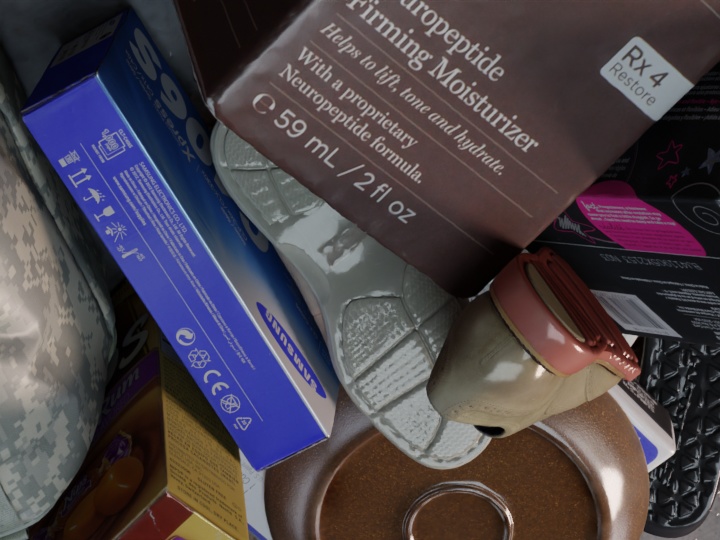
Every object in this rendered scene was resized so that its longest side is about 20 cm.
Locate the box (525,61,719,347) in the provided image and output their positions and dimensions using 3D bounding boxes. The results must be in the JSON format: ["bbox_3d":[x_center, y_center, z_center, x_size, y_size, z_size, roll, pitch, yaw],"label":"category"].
[{"bbox_3d":[0.165,-0.043,0.953,0.132,0.200,0.115,39,75,-26],"label":"box"}]

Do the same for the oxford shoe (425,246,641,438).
[{"bbox_3d":[0.074,0.036,0.942,0.075,0.071,0.200,-40,164,11],"label":"oxford shoe"}]

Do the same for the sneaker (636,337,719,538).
[{"bbox_3d":[0.183,0.048,1.133,0.071,0.083,0.201,22,100,7],"label":"sneaker"}]

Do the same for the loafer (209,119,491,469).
[{"bbox_3d":[0.000,0.000,0.985,0.072,0.063,0.201,-33,98,2],"label":"loafer"}]

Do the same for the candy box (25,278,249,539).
[{"bbox_3d":[-0.116,0.093,0.994,0.056,0.200,0.117,38,109,-24],"label":"candy box"}]

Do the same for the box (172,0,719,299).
[{"bbox_3d":[0.041,-0.134,0.899,0.166,0.165,0.200,35,110,-32],"label":"box"}]

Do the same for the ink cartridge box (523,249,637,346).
[{"bbox_3d":[0.036,0.020,1.095,0.199,0.050,0.163,28,116,-9],"label":"ink cartridge box"}]

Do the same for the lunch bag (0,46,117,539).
[{"bbox_3d":[-0.196,0.006,0.934,0.138,0.168,0.201,-20,127,0],"label":"lunch bag"}]

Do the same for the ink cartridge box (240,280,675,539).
[{"bbox_3d":[0.025,0.079,1.077,0.200,0.047,0.198,-38,112,23],"label":"ink cartridge box"}]

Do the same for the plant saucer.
[{"bbox_3d":[0.049,0.124,1.062,0.198,0.032,0.202,0,121,0],"label":"plant saucer"}]

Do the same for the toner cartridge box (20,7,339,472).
[{"bbox_3d":[-0.077,-0.015,0.960,0.043,0.095,0.201,-26,110,16],"label":"toner cartridge box"}]
